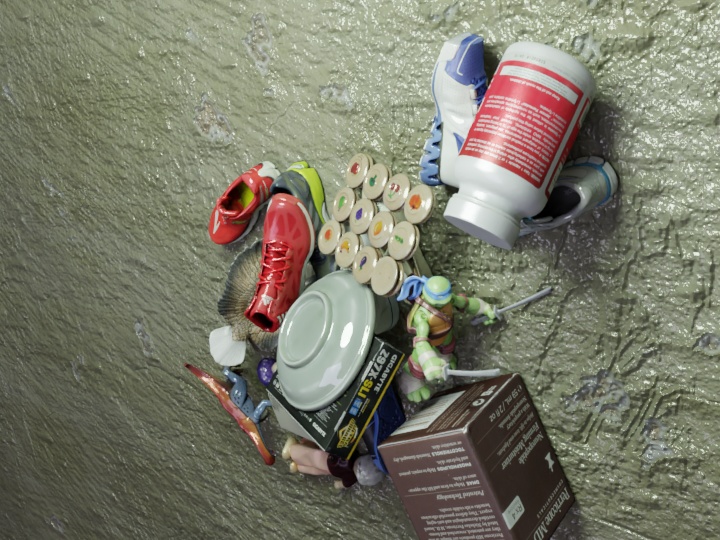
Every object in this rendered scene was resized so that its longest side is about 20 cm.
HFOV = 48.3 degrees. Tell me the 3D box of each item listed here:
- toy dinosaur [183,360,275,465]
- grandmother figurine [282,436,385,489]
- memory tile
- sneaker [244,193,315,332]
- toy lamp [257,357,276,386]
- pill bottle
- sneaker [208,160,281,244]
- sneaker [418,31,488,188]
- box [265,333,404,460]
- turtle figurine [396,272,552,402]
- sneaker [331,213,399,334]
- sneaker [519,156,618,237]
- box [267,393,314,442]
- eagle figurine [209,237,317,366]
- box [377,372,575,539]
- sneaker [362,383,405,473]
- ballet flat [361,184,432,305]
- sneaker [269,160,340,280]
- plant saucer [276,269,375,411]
[{"bbox_3d":[-0.209,0.256,1.414,0.106,0.195,0.185,120,143,-55],"label":"toy dinosaur"},{"bbox_3d":[-0.043,0.325,1.366,0.196,0.061,0.122,2,138,36],"label":"grandmother figurine"},{"bbox_3d":[0.015,-0.065,1.077,0.199,0.017,0.156,35,104,50],"label":"memory tile"},{"bbox_3d":[-0.115,0.002,1.136,0.076,0.116,0.204,8,126,11],"label":"sneaker"},{"bbox_3d":[-0.098,0.143,1.326,0.198,0.058,0.059,-26,93,43],"label":"toy lamp"},{"bbox_3d":[0.169,-0.133,0.877,0.111,0.112,0.204,24,87,28],"label":"pill bottle"},{"bbox_3d":[-0.203,-0.105,1.278,0.078,0.084,0.200,53,133,7],"label":"sneaker"},{"bbox_3d":[0.144,-0.178,0.971,0.113,0.080,0.203,25,131,24],"label":"sneaker"},{"bbox_3d":[-0.041,0.142,1.117,0.199,0.049,0.162,29,89,55],"label":"box"},{"bbox_3d":[0.127,0.105,1.055,0.195,0.146,0.196,14,144,1],"label":"turtle figurine"},{"bbox_3d":[0.000,0.000,1.167,0.072,0.070,0.204,-14,100,42],"label":"sneaker"},{"bbox_3d":[0.201,-0.077,0.956,0.198,0.086,0.076,-23,97,44],"label":"sneaker"},{"bbox_3d":[-0.075,0.217,1.275,0.199,0.081,0.070,-8,105,65],"label":"box"},{"bbox_3d":[-0.159,0.053,1.290,0.199,0.149,0.154,-36,66,48],"label":"eagle figurine"},{"bbox_3d":[0.160,0.277,1.097,0.162,0.165,0.204,-22,96,42],"label":"box"},{"bbox_3d":[0.017,0.219,1.264,0.077,0.069,0.205,8,115,51],"label":"sneaker"},{"bbox_3d":[0.045,-0.043,1.115,0.069,0.069,0.203,-25,93,43],"label":"ballet flat"},{"bbox_3d":[-0.083,-0.057,1.203,0.073,0.080,0.204,-18,98,43],"label":"sneaker"},{"bbox_3d":[-0.062,0.087,1.098,0.198,0.050,0.204,-30,46,37],"label":"plant saucer"}]
